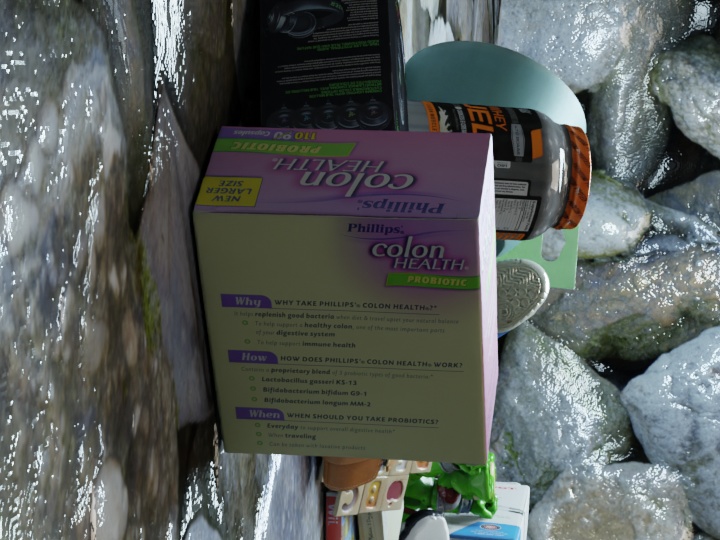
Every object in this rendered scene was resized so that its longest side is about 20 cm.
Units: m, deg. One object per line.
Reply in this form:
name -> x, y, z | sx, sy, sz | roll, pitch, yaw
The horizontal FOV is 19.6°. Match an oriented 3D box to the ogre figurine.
ogre figurine -> 0.082, 0.224, 2.217 | 0.200, 0.120, 0.098 | 20, 68, -83

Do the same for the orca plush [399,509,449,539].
orca plush -> 0.049, 0.341, 2.199 | 0.071, 0.105, 0.200 | -148, -128, -63

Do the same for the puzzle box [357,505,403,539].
puzzle box -> 0.017, 0.189, 1.948 | 0.133, 0.025, 0.200 | -76, 165, -54

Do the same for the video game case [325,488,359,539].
video game case -> -0.014, 0.282, 1.906 | 0.143, 0.017, 0.200 | -46, 137, -78

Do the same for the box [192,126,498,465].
box -> -0.004, 0.017, 1.334 | 0.097, 0.176, 0.200 | -78, 167, -51

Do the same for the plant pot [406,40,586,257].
plant pot -> 0.109, -0.105, 2.103 | 0.201, 0.200, 0.161 | 81, 27, -54

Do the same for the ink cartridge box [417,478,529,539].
ink cartridge box -> 0.112, 0.304, 2.351 | 0.200, 0.146, 0.084 | -49, 142, -76

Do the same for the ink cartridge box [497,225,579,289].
ink cartridge box -> 0.132, -0.052, 2.210 | 0.048, 0.200, 0.146 | 87, 9, -45

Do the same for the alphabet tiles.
alphabet tiles -> 0.029, 0.118, 1.835 | 0.166, 0.006, 0.200 | 3, 103, -55

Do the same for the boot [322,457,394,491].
boot -> 0.036, 0.089, 1.759 | 0.200, 0.077, 0.155 | -29, 127, -43

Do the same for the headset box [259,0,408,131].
headset box -> -0.015, -0.104, 1.447 | 0.174, 0.093, 0.200 | 79, 7, -56

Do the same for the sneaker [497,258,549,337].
sneaker -> 0.102, 0.056, 2.140 | 0.077, 0.200, 0.111 | 55, -1, 5

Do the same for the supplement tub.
supplement tub -> 0.101, -0.090, 1.898 | 0.123, 0.200, 0.123 | -177, -90, -77
